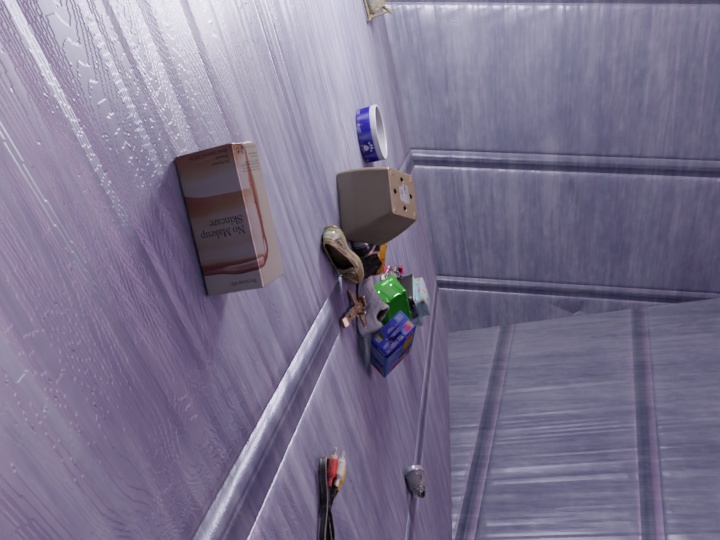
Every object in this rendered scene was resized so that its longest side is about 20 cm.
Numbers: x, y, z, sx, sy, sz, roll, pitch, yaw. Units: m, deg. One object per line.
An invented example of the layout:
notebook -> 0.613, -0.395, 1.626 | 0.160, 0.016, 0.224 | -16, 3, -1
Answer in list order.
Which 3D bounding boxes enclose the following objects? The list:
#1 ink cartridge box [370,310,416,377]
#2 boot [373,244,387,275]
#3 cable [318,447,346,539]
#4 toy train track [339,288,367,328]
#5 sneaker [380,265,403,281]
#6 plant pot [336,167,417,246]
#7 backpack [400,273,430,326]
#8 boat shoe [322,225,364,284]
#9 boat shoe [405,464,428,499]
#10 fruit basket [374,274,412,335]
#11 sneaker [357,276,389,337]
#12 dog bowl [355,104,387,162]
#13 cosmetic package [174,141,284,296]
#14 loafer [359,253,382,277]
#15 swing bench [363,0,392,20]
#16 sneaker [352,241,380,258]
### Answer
ink cartridge box -> 0.097, 0.218, 1.631 | 0.136, 0.076, 0.203 | -41, 154, -24
boot -> 0.057, -0.088, 1.875 | 0.144, 0.068, 0.210 | -15, 102, -79
cable -> -0.060, 0.474, 1.121 | 0.098, 0.048, 0.205 | 65, 21, -48
toy train track -> -0.011, 0.114, 1.520 | 0.118, 0.032, 0.200 | 65, 22, -6
sneaker -> 0.122, 0.035, 2.071 | 0.202, 0.072, 0.083 | -74, 152, -57
plant pot -> 0.061, -0.205, 1.612 | 0.196, 0.173, 0.208 | 6, 74, -49
backpack -> 0.221, 0.138, 2.279 | 0.179, 0.147, 0.204 | -91, 172, -47
boat shoe -> -0.050, -0.026, 1.424 | 0.202, 0.071, 0.064 | 57, 33, -38
boat shoe -> 0.214, 0.805, 2.009 | 0.206, 0.072, 0.088 | 76, -4, -47
fruit basket -> 0.086, 0.120, 1.825 | 0.216, 0.153, 0.220 | 45, -29, 33
sneaker -> 0.043, 0.105, 1.653 | 0.078, 0.096, 0.207 | 56, 29, -57
dog bowl -> 0.044, -0.522, 2.058 | 0.200, 0.076, 0.208 | -9, 91, -76
cosmetic package -> -0.191, -0.077, 0.796 | 0.087, 0.100, 0.208 | -45, 124, -70
loafer -> 0.000, 0.000, 1.604 | 0.069, 0.070, 0.199 | 52, 27, 10
swing bench -> 0.065, -1.319, 2.509 | 0.204, 0.125, 0.203 | -91, 165, -47
sneaker -> 0.029, -0.093, 1.760 | 0.201, 0.076, 0.082 | -54, 129, -55
